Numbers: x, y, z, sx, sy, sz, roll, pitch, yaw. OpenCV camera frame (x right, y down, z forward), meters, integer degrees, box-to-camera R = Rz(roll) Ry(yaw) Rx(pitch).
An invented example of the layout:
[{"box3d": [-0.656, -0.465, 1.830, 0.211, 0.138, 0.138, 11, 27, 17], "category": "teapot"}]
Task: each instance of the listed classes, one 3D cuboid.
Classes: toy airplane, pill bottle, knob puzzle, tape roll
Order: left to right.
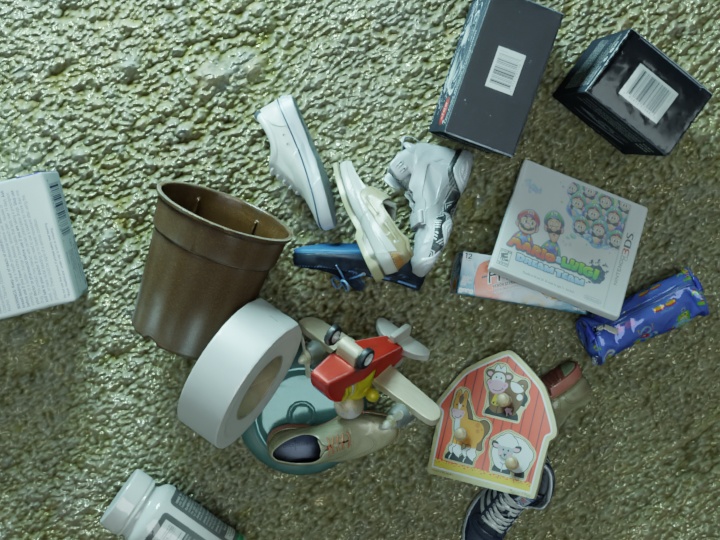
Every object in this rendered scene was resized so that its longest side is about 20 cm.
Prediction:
[{"box3d": [-0.273, 0.386, 1.641, 0.199, 0.113, 0.114, 37, 94, -7], "category": "pill bottle"}, {"box3d": [-0.164, 0.142, 1.548, 0.070, 0.202, 0.204, 33, 95, 13], "category": "tape roll"}, {"box3d": [0.006, 0.145, 1.601, 0.197, 0.200, 0.142, 17, 110, -17], "category": "toy airplane"}, {"box3d": [0.193, 0.213, 1.633, 0.217, 0.030, 0.222, -9, 71, 28], "category": "knob puzzle"}]

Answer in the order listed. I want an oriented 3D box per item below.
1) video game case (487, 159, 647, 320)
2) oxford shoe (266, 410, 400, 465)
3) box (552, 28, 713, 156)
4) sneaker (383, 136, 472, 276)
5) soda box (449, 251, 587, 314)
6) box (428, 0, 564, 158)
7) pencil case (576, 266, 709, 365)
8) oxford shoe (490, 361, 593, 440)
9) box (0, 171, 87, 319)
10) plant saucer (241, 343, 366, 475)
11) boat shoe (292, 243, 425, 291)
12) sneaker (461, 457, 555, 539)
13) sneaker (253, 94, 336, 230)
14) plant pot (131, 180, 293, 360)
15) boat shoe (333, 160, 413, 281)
[{"box3d": [0.301, -0.046, 1.617, 0.198, 0.024, 0.184, 21, 69, -1], "category": "video game case"}, {"box3d": [-0.037, 0.251, 1.621, 0.198, 0.074, 0.072, -12, 98, -2], "category": "oxford shoe"}, {"box3d": [0.370, -0.243, 1.553, 0.147, 0.200, 0.105, 36, 94, -8], "category": "box"}, {"box3d": [0.081, -0.096, 1.605, 0.114, 0.075, 0.202, 21, 74, -1], "category": "sneaker"}, {"box3d": [0.234, 0.018, 1.642, 0.197, 0.068, 0.064, 9, 88, -5], "category": "soda box"}, {"box3d": [0.181, -0.268, 1.548, 0.103, 0.182, 0.202, 19, 95, -5], "category": "box"}, {"box3d": [0.415, 0.068, 1.654, 0.198, 0.087, 0.079, -25, 69, -1], "category": "pencil case"}, {"box3d": [0.261, 0.223, 1.674, 0.199, 0.070, 0.075, -36, 104, 4], "category": "oxford shoe"}, {"box3d": [-0.508, -0.029, 1.579, 0.198, 0.105, 0.186, -13, 98, -2], "category": "box"}, {"box3d": [-0.087, 0.211, 1.668, 0.197, 0.036, 0.203, 0, 97, -3], "category": "plant saucer"}, {"box3d": [0.000, 0.000, 1.624, 0.197, 0.084, 0.070, 4, 100, -2], "category": "boat shoe"}, {"box3d": [0.219, 0.352, 1.666, 0.070, 0.109, 0.201, 32, 95, -6], "category": "sneaker"}, {"box3d": [-0.093, -0.148, 1.612, 0.070, 0.073, 0.202, -21, 89, 9], "category": "sneaker"}, {"box3d": [-0.221, 0.005, 1.564, 0.198, 0.200, 0.200, 21, 103, -6], "category": "plant pot"}, {"box3d": [0.018, -0.079, 1.583, 0.068, 0.075, 0.201, -24, 60, 4], "category": "boat shoe"}]
